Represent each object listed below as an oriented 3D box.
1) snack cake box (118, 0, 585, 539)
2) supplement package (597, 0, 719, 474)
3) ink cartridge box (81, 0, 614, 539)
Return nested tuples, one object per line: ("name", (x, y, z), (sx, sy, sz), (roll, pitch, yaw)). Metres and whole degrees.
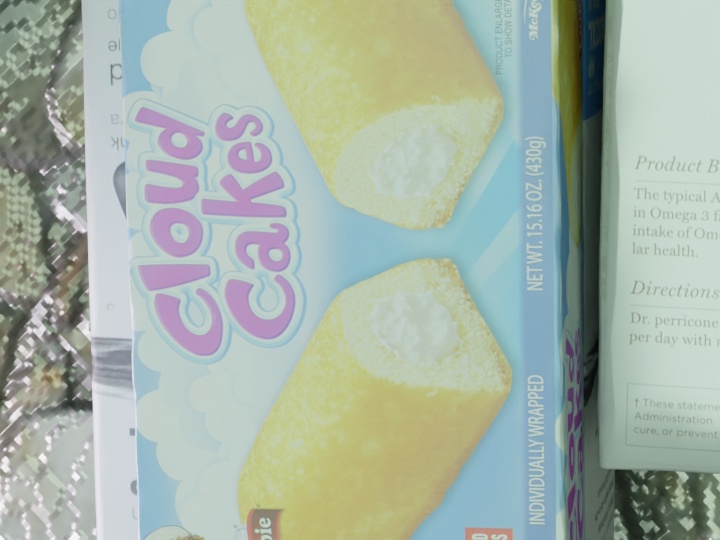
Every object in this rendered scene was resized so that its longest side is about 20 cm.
("snack cake box", (0.000, 0.000, 0.735), (0.115, 0.067, 0.201), (0, 99, 10))
("supplement package", (0.128, -0.052, 0.763), (0.117, 0.117, 0.201), (3, 100, 11))
("ink cartridge box", (-0.001, 0.006, 0.814), (0.145, 0.084, 0.201), (1, 99, 10))
